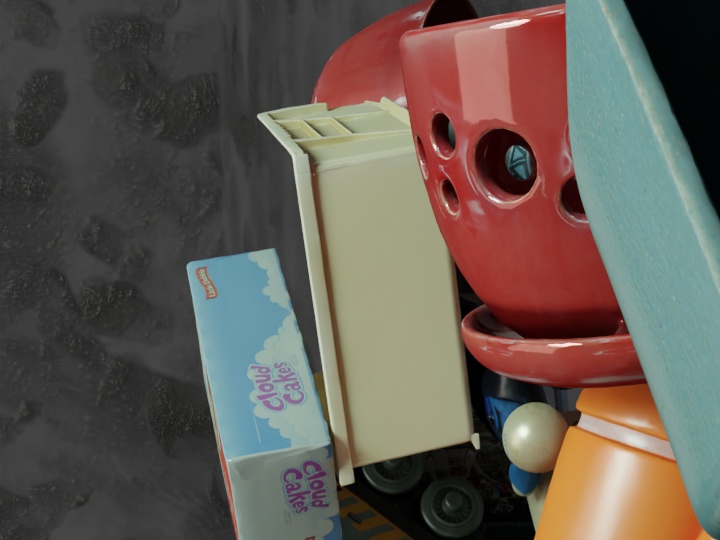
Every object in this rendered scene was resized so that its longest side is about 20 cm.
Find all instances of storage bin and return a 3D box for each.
[{"bbox_3d":[0.000,0.000,0.904,0.199,0.092,0.203,-129,30,-72],"label":"storage bin"}]

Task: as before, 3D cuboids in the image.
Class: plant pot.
[{"bbox_3d":[0.127,-0.046,0.692,0.200,0.197,0.185,-162,62,-76],"label":"plant pot"},{"bbox_3d":[0.182,-0.005,0.504,0.201,0.193,0.198,87,171,-54],"label":"plant pot"}]

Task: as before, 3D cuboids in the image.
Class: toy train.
[{"bbox_3d":[0.001,0.175,0.991,0.199,0.114,0.086,35,150,16],"label":"toy train"}]

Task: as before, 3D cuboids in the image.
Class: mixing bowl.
[{"bbox_3d":[0.028,-0.111,1.076,0.200,0.107,0.204,-1,-90,-67],"label":"mixing bowl"}]

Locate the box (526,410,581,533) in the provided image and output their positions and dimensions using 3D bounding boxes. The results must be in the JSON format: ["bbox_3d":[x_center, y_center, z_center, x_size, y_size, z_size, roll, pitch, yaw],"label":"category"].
[{"bbox_3d":[0.167,0.193,0.850,0.095,0.076,0.202,106,156,-56],"label":"box"}]

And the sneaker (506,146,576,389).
[{"bbox_3d":[0.130,-0.022,0.940,0.095,0.078,0.203,147,117,-73],"label":"sneaker"}]

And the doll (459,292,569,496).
[{"bbox_3d":[0.090,0.078,0.871,0.200,0.048,0.139,-130,30,-73],"label":"doll"}]

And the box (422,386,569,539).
[{"bbox_3d":[0.062,0.143,1.052,0.038,0.197,0.139,-14,-82,-67],"label":"box"}]

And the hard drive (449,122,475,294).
[{"bbox_3d":[0.085,-0.044,1.022,0.135,0.042,0.202,-56,-41,-52],"label":"hard drive"}]

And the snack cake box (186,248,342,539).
[{"bbox_3d":[-0.065,0.092,0.915,0.201,0.066,0.116,-110,14,-51],"label":"snack cake box"}]

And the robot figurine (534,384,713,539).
[{"bbox_3d":[0.156,0.132,0.738,0.144,0.115,0.203,25,-98,-72],"label":"robot figurine"}]
